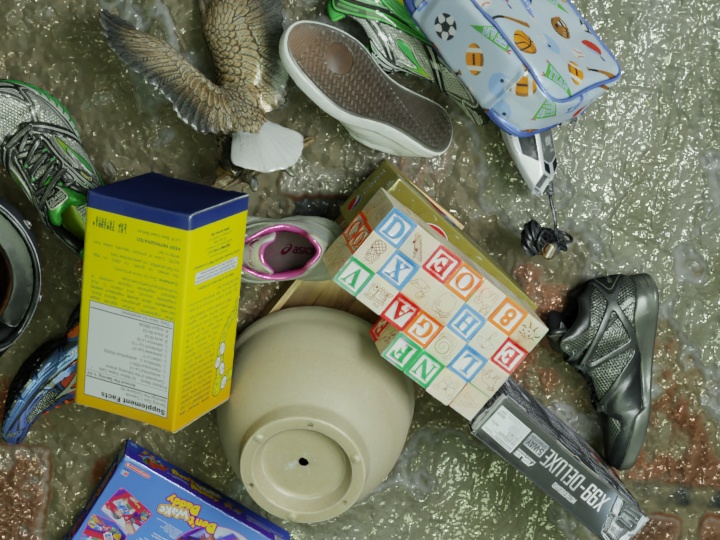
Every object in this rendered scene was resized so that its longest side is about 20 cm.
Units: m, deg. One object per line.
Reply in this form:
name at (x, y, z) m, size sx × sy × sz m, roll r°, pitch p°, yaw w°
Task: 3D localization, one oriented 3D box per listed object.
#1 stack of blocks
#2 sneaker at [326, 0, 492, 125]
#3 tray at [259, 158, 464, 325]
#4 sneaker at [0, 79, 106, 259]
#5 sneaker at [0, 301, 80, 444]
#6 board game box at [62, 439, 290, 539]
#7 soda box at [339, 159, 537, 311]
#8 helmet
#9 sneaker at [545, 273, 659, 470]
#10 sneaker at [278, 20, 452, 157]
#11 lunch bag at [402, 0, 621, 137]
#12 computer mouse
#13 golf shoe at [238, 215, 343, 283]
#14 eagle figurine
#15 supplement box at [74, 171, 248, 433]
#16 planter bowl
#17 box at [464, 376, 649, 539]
stack of blocks at (0.060, 0.032, 1.280) m, size 0.199 × 0.059 × 0.115 m, roll 38°, pitch 99°, yaw -23°
sneaker at (0.052, -0.209, 1.321) m, size 0.200 × 0.078 × 0.085 m, roll 43°, pitch 103°, yaw -6°
tray at (0.000, 0.000, 1.382) m, size 0.098 × 0.037 × 0.200 m, roll 38°, pitch 98°, yaw -15°
sneaker at (-0.281, -0.092, 1.290) m, size 0.078 × 0.085 × 0.200 m, roll -39°, pitch 105°, yaw 4°
sneaker at (-0.275, 0.099, 1.356) m, size 0.078 × 0.075 × 0.200 m, roll 42°, pitch 98°, yaw -18°
board game box at (-0.189, 0.282, 1.427) m, size 0.199 × 0.045 × 0.135 m, roll 33°, pitch 99°, yaw -14°
soda box at (0.076, -0.012, 1.334) m, size 0.200 × 0.064 × 0.068 m, roll 41°, pitch 97°, yaw -24°
helmet at (-0.389, 0.013, 1.259) m, size 0.198 × 0.191 × 0.202 m, roll 14°, pitch 127°, yaw 19°
sneaker at (0.238, 0.103, 1.419) m, size 0.113 × 0.076 × 0.202 m, roll 0°, pitch 102°, yaw -5°
sneaker at (-0.011, -0.158, 1.297) m, size 0.199 × 0.084 × 0.073 m, roll 33°, pitch 68°, yaw -32°
lunch bag at (0.141, -0.214, 1.264) m, size 0.201 × 0.160 × 0.076 m, roll 54°, pitch 131°, yaw 8°
computer mouse at (0.163, -0.109, 1.353) m, size 0.043 × 0.110 × 0.202 m, roll -8°, pitch 95°, yaw 23°
golf shoe at (-0.114, -0.022, 1.320) m, size 0.198 × 0.092 × 0.076 m, roll -4°, pitch 92°, yaw 9°
eagle figurine at (-0.134, -0.172, 1.276) m, size 0.149 × 0.152 × 0.202 m, roll -12°, pitch 112°, yaw 18°
supplement box at (-0.179, 0.026, 1.260) m, size 0.108 × 0.109 × 0.202 m, roll 14°, pitch 107°, yaw 21°
planter bowl at (-0.049, 0.155, 1.339) m, size 0.198 × 0.135 × 0.202 m, roll 2°, pitch 118°, yaw 3°
box at (0.181, 0.173, 1.385) m, size 0.200 × 0.158 × 0.050 m, roll 40°, pitch 97°, yaw -15°
